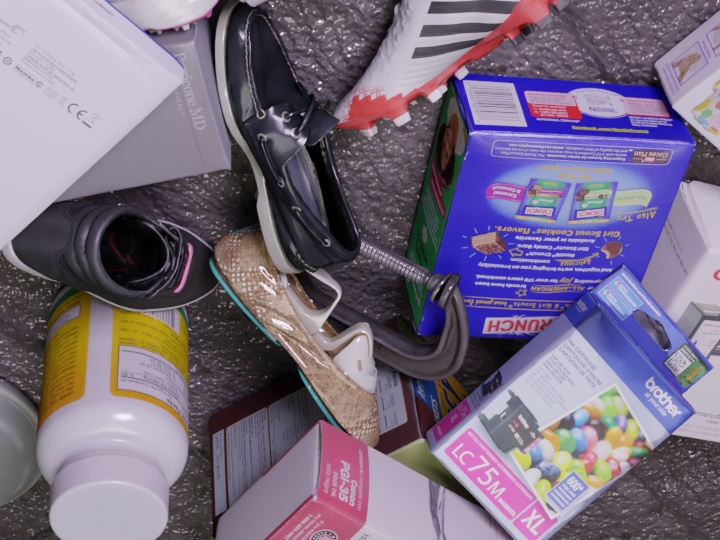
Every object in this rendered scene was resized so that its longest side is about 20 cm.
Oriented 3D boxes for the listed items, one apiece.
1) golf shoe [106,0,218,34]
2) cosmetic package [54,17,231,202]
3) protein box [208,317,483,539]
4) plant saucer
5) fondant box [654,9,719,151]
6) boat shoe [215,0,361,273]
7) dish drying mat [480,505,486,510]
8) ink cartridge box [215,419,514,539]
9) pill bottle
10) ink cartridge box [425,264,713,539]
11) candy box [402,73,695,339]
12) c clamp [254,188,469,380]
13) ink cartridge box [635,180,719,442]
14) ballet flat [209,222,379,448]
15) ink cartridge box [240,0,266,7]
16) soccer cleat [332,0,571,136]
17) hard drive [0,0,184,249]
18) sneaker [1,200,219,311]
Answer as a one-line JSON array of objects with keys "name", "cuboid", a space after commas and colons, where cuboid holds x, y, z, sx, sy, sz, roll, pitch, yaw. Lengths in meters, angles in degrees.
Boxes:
[{"name": "golf shoe", "cuboid": [-0.185, -0.187, 0.819, 0.198, 0.076, 0.092, -9, 135, 5]}, {"name": "cosmetic package", "cuboid": [-0.189, -0.111, 0.888, 0.198, 0.091, 0.107, -10, 131, 6]}, {"name": "protein box", "cuboid": [0.007, 0.183, 1.158, 0.199, 0.136, 0.199, -28, 131, 17]}, {"name": "plant saucer", "cuboid": [-0.365, 0.161, 1.145, 0.198, 0.050, 0.201, -4, 133, -4]}, {"name": "fondant box", "cuboid": [0.329, -0.153, 0.940, 0.144, 0.059, 0.200, 33, 121, -32]}, {"name": "boat shoe", "cuboid": [-0.042, -0.087, 0.909, 0.066, 0.075, 0.201, 2, 117, 27]}, {"name": "dish drying mat", "cuboid": [0.118, 0.216, 1.101, 0.076, 0.018, 0.200, 24, 121, -28]}, {"name": "ink cartridge box", "cuboid": [0.006, 0.223, 1.032, 0.199, 0.083, 0.147, 31, 122, -21]}, {"name": "pill bottle", "cuboid": [-0.184, 0.104, 1.012, 0.112, 0.201, 0.113, -4, 134, -4]}, {"name": "ink cartridge box", "cuboid": [0.161, 0.105, 1.011, 0.200, 0.042, 0.119, -42, 104, 5]}, {"name": "candy box", "cuboid": [0.133, -0.041, 1.006, 0.167, 0.077, 0.201, 2, 132, -11]}, {"name": "c clamp", "cuboid": [0.000, 0.000, 1.001, 0.199, 0.027, 0.171, 32, 137, 7]}, {"name": "ink cartridge box", "cuboid": [0.283, 0.039, 1.097, 0.144, 0.084, 0.201, 11, 131, -17]}, {"name": "ballet flat", "cuboid": [-0.030, 0.046, 1.004, 0.065, 0.071, 0.200, -34, 108, 13]}, {"name": "ink cartridge box", "cuboid": [-0.018, -0.265, 0.765, 0.199, 0.086, 0.147, -24, 132, 16]}, {"name": "soccer cleat", "cuboid": [0.047, -0.162, 0.893, 0.199, 0.069, 0.085, -30, 99, 37]}, {"name": "hard drive", "cuboid": [-0.223, -0.098, 0.825, 0.200, 0.025, 0.132, -38, 124, 23]}, {"name": "sneaker", "cuboid": [-0.147, -0.003, 0.952, 0.099, 0.071, 0.199, 11, 177, 38]}]
